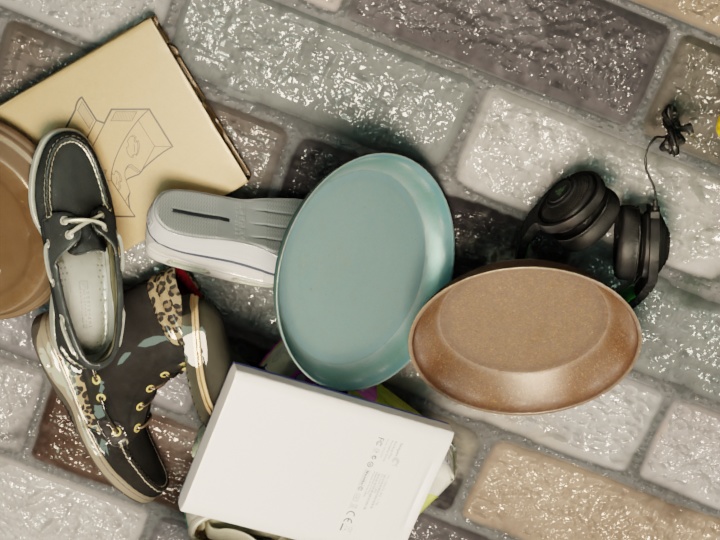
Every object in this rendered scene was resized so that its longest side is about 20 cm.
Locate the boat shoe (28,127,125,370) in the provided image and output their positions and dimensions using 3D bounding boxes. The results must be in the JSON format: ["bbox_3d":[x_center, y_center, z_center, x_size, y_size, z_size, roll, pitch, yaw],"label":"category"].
[{"bbox_3d":[-0.229,-0.017,1.319,0.075,0.060,0.203,-13,102,-25],"label":"boat shoe"}]

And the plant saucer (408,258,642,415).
[{"bbox_3d":[0.140,0.051,1.354,0.198,0.037,0.202,2,140,1],"label":"plant saucer"}]

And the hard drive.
[{"bbox_3d":[-0.036,0.163,1.319,0.198,0.025,0.133,17,107,-20],"label":"hard drive"}]

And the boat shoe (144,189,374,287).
[{"bbox_3d":[-0.089,-0.023,1.362,0.198,0.074,0.067,15,146,-11],"label":"boat shoe"}]

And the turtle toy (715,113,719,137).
[{"bbox_3d":[0.365,-0.099,1.278,0.144,0.101,0.201,24,112,-6],"label":"turtle toy"}]

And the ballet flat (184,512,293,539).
[{"bbox_3d":[-0.059,0.233,1.388,0.197,0.070,0.070,8,113,2],"label":"ballet flat"}]

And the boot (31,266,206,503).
[{"bbox_3d":[-0.185,0.100,1.411,0.149,0.073,0.201,-25,104,13],"label":"boot"}]

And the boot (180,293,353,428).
[{"bbox_3d":[-0.068,0.097,1.333,0.137,0.078,0.202,-12,123,4],"label":"boot"}]

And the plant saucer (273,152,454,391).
[{"bbox_3d":[0.000,0.000,1.323,0.199,0.027,0.203,-14,111,-39],"label":"plant saucer"}]

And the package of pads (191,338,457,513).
[{"bbox_3d":[-0.028,0.161,1.427,0.199,0.068,0.155,39,110,-13],"label":"package of pads"}]

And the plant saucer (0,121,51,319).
[{"bbox_3d":[-0.341,-0.041,1.365,0.197,0.030,0.202,5,118,9],"label":"plant saucer"}]

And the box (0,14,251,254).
[{"bbox_3d":[-0.217,-0.099,1.354,0.199,0.021,0.164,-27,108,13],"label":"box"}]

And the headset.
[{"bbox_3d":[0.211,-0.046,1.339,0.123,0.094,0.201,26,127,-12],"label":"headset"}]
